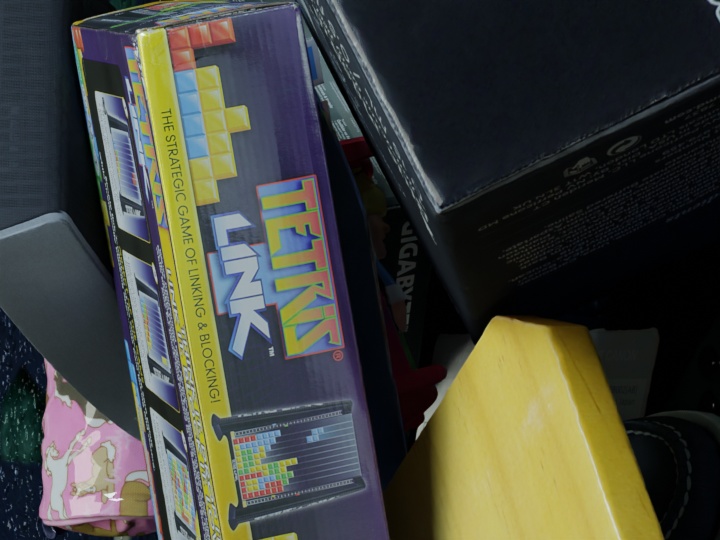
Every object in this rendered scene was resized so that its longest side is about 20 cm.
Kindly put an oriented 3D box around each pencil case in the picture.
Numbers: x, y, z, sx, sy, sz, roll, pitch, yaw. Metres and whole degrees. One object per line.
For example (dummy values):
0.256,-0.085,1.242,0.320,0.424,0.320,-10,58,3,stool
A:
-0.112,0.021,1.374,0.086,0.083,0.201,-6,86,40,pencil case

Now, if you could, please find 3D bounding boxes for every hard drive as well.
-0.096,-0.026,1.129,0.200,0.042,0.135,57,-151,-63,hard drive

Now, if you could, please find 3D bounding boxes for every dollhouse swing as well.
0.104,0.135,0.931,0.200,0.181,0.176,119,158,-45,dollhouse swing

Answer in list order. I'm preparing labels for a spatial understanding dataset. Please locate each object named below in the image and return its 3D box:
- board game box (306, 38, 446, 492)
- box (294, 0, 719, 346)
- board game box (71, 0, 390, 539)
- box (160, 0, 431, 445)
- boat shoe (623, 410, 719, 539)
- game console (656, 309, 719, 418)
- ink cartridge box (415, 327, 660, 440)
0.000,0.000,1.052,0.158,0.039,0.201,-133,29,-60,board game box
0.037,-0.100,0.911,0.197,0.117,0.200,63,180,14,box
-0.044,0.012,0.989,0.165,0.056,0.201,-157,57,-75,board game box
-0.033,-0.028,1.230,0.200,0.046,0.159,-120,26,-42,box
0.057,0.093,1.043,0.200,0.060,0.076,-36,48,53,boat shoe
0.168,0.072,0.945,0.200,0.031,0.177,59,139,39,game console
0.064,0.125,1.131,0.161,0.050,0.201,-4,70,60,ink cartridge box
